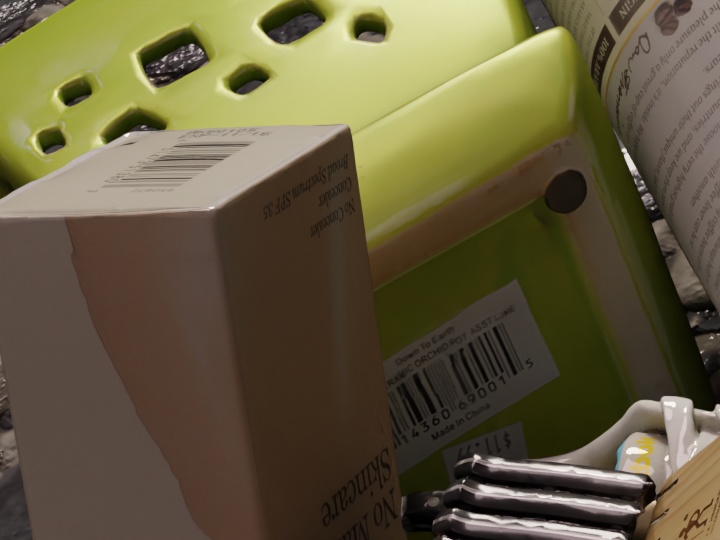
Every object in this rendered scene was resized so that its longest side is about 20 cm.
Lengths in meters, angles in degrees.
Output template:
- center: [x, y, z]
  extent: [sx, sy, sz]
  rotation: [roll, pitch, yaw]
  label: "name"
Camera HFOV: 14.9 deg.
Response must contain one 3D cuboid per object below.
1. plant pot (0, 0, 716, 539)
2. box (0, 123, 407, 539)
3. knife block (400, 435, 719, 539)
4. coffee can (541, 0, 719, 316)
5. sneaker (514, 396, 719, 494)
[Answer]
- center: [0.000, 0.000, 0.944]
  extent: [0.199, 0.200, 0.182]
  rotation: [-29, 34, -6]
  label: "plant pot"
- center: [-0.040, 0.067, 0.786]
  extent: [0.077, 0.202, 0.095]
  rotation: [-1, 18, 25]
  label: "box"
- center: [0.102, 0.115, 0.748]
  extent: [0.176, 0.199, 0.064]
  rotation: [-50, 13, 54]
  label: "knife block"
- center: [0.146, -0.078, 0.899]
  extent: [0.146, 0.147, 0.201]
  rotation: [-27, 64, -1]
  label: "coffee can"
- center: [0.118, 0.076, 0.799]
  extent: [0.199, 0.081, 0.077]
  rotation: [-19, 40, 35]
  label: "sneaker"
